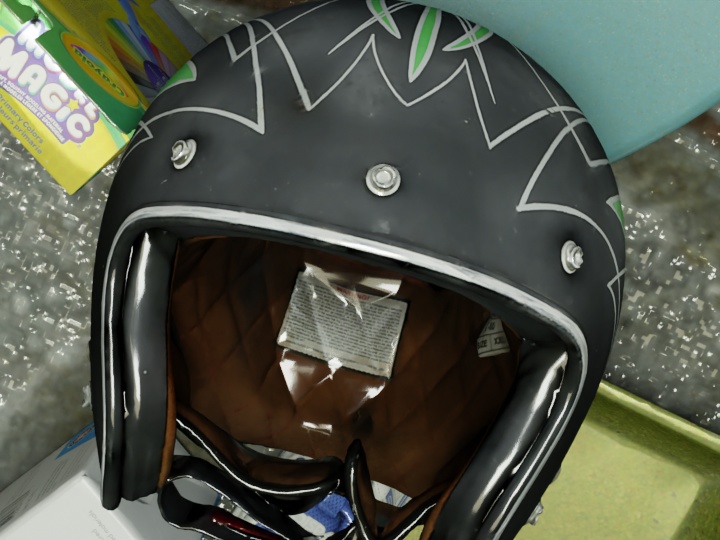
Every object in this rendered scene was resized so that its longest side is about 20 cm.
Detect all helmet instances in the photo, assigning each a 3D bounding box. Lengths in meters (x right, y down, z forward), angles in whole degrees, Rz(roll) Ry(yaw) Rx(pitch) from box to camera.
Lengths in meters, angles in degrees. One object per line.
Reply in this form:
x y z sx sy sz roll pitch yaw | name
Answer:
0.000 0.000 0.696 0.200 0.200 0.191 15 109 1 | helmet

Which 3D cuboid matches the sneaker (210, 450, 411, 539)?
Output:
-0.006 0.091 0.828 0.075 0.088 0.200 29 103 -1 | sneaker

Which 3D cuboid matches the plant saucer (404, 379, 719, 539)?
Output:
0.058 0.125 0.901 0.200 0.048 0.200 26 105 -2 | plant saucer

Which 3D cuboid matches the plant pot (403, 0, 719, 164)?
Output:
0.086 -0.120 0.796 0.200 0.141 0.141 -38 98 23 | plant pot

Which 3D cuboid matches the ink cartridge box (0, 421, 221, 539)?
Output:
-0.164 0.150 0.891 0.200 0.115 0.068 -37 98 13 | ink cartridge box

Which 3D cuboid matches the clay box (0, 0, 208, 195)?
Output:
-0.121 -0.097 0.782 0.048 0.200 0.115 -41 97 13 | clay box
